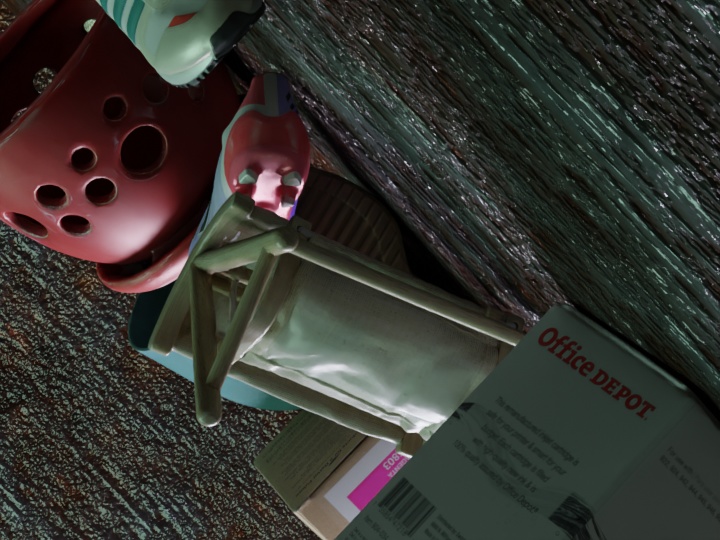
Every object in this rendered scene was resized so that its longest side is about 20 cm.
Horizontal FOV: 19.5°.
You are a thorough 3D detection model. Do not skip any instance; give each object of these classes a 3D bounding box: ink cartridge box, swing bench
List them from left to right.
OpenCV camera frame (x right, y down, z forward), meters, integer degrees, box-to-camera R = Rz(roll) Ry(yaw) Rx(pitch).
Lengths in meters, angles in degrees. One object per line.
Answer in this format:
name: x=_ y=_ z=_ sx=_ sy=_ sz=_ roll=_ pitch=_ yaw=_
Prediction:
swing bench: x=-0.005 y=0.048 z=1.284 sx=0.198 sy=0.130 sz=0.200 roll=23 pitch=-175 yaw=-17
ink cartridge box: x=0.013 y=0.144 z=1.861 sx=0.075 sy=0.200 sz=0.165 roll=47 pitch=176 yaw=-20
ink cartridge box: x=0.088 y=0.133 z=1.067 sx=0.084 sy=0.200 sz=0.145 roll=45 pitch=177 yaw=-31

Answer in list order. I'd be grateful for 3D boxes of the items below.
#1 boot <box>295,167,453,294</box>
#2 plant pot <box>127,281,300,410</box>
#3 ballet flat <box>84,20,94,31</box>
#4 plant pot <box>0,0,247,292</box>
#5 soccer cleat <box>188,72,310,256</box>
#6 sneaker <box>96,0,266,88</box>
boot: x=0.000 y=0.000 z=1.500 sx=0.200 sy=0.072 sz=0.166 roll=43 pitch=174 yaw=-15
plant pot: x=-0.088 y=0.034 z=1.917 sx=0.161 sy=0.201 sz=0.201 roll=37 pitch=179 yaw=-22
ballet flat: x=-0.245 y=-0.251 z=1.683 sx=0.200 sy=0.068 sz=0.075 roll=36 pitch=148 yaw=37
plant pot: x=-0.173 y=-0.095 z=1.486 sx=0.182 sy=0.201 sz=0.200 roll=42 pitch=177 yaw=-24
soccer cleat: x=-0.072 y=-0.052 z=1.376 sx=0.066 sy=0.077 sz=0.200 roll=6 pitch=154 yaw=-10
sneaker: x=-0.125 y=-0.168 z=1.168 sx=0.093 sy=0.070 sz=0.200 roll=42 pitch=-179 yaw=-29
